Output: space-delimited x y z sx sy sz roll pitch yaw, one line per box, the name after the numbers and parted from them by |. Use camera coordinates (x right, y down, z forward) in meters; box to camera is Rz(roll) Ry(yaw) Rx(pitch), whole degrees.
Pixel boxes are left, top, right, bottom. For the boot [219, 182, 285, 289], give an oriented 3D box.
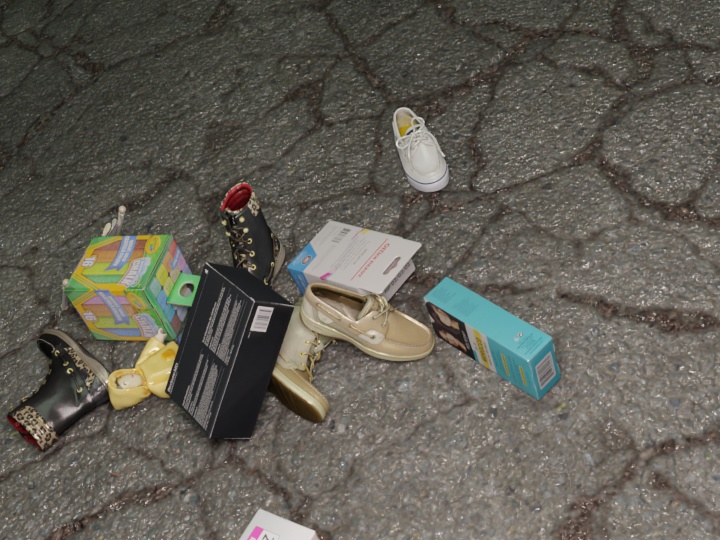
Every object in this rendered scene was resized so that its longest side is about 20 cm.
-0.184 -0.020 1.569 0.072 0.155 0.205 -4 44 19 | boot

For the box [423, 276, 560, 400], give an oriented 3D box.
0.175 0.089 1.355 0.049 0.083 0.199 -39 44 -20 | box

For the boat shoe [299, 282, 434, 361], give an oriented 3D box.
0.013 0.068 1.411 0.197 0.065 0.073 18 46 1 | boat shoe

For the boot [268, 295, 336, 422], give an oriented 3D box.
-0.071 0.118 1.442 0.154 0.073 0.199 -37 43 -20 | boot

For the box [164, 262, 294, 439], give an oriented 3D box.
-0.185 0.111 1.399 0.141 0.078 0.203 31 106 44 | box

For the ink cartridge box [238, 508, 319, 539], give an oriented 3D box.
-0.100 0.396 1.177 0.171 0.044 0.201 11 51 34 | ink cartridge box

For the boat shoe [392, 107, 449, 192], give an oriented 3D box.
0.097 -0.219 1.712 0.073 0.087 0.203 -19 41 2 | boat shoe

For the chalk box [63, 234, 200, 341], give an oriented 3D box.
-0.345 0.028 1.610 0.197 0.125 0.126 -2 45 21 | chalk box

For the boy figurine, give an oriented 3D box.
-0.293 0.137 1.517 0.198 0.065 0.125 -29 51 -11 | boy figurine

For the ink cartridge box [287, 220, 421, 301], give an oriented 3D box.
0.000 0.000 1.523 0.198 0.068 0.115 16 53 43 | ink cartridge box

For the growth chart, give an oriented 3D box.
-0.456 -0.022 1.723 0.018 0.145 0.201 30 55 -4 | growth chart

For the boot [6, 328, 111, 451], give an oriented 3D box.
-0.478 0.181 1.545 0.199 0.074 0.150 29 59 34 | boot
